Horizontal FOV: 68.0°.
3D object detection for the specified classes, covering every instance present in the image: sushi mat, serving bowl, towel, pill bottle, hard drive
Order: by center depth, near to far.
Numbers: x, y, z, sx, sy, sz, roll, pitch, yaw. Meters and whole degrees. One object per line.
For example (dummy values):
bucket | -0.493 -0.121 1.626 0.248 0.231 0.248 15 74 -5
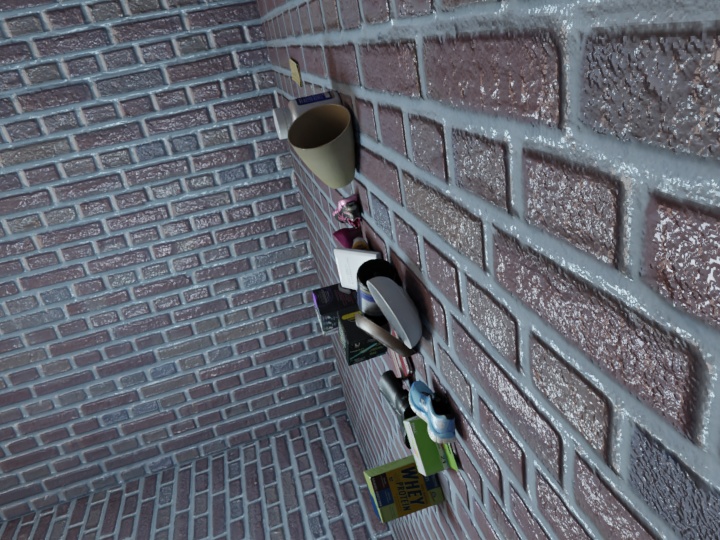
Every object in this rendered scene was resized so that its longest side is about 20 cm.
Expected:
serving bowl | 0.096 0.093 1.331 0.201 0.066 0.200 56 174 8
pill bottle | 0.045 0.069 1.513 0.201 0.111 0.112 87 164 -52
pill bottle | -0.157 -0.462 1.608 0.120 0.198 0.121 165 90 -80
towel | 0.120 0.261 1.643 0.200 0.023 0.145 104 150 -69
hard drive | 0.000 0.000 1.653 0.199 0.027 0.133 10 118 49
sushi mat | -0.278 -0.844 2.274 0.200 0.012 0.096 -120 19 -58

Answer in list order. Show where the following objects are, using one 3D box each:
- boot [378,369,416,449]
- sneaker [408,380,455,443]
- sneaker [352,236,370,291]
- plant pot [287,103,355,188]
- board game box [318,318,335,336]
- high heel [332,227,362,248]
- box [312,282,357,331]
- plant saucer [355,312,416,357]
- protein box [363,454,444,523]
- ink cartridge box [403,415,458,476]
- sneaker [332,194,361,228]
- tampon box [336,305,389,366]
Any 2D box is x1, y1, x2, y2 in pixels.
boot | 0.125 0.416 1.615 0.168 0.076 0.202 -131 24 -53
sneaker | 0.183 0.325 1.299 0.200 0.078 0.091 -130 44 -59
sneaker | 0.013 -0.014 1.741 0.088 0.074 0.202 -96 1 -65
plant pot | -0.089 -0.340 1.545 0.201 0.186 0.188 65 -179 -50
board game box | -0.103 0.222 2.444 0.200 0.158 0.098 113 140 -73
high heel | -0.033 -0.051 1.819 0.067 0.095 0.202 -137 33 -72
box | -0.064 0.122 1.948 0.107 0.198 0.123 86 165 -50
plant saucer | 0.062 0.183 1.465 0.199 0.032 0.200 34 174 4
protein box | 0.130 0.676 1.675 0.199 0.198 0.136 110 144 -73
ink cartridge box | 0.182 0.460 1.412 0.200 0.075 0.149 102 151 -75
sneaker | -0.036 -0.176 1.756 0.096 0.079 0.200 62 170 5
tampon box | 0.007 0.216 1.835 0.201 0.149 0.127 92 159 -59
